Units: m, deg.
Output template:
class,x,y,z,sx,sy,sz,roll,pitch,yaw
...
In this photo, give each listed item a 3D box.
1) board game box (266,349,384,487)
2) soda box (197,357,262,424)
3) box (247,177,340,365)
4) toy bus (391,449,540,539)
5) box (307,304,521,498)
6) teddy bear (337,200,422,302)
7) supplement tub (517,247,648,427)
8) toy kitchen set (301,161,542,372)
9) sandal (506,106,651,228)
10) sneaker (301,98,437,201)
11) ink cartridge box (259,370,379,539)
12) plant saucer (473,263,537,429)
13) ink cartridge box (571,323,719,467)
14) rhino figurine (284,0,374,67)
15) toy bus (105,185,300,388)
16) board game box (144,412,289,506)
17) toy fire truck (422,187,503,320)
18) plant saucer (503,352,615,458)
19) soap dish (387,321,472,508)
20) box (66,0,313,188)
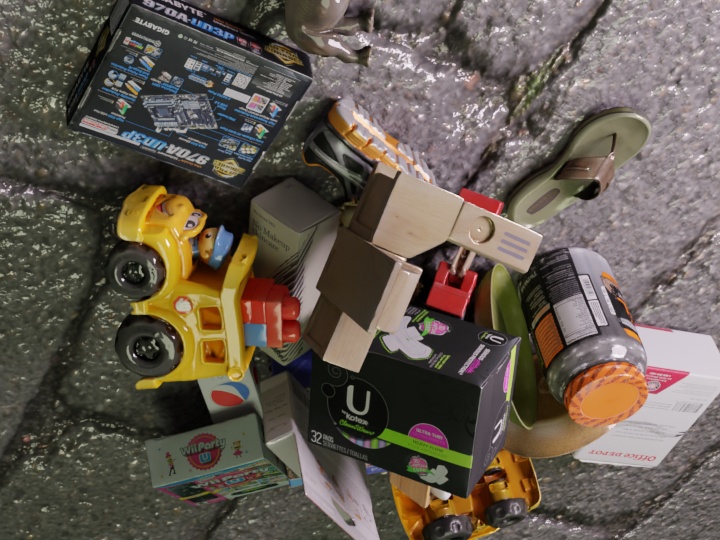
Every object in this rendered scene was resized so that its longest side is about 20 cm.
class,x,y,z,sx,sy,sz,roll,pitch,yaw
board game box,-0.029,0.171,1.529,0.158,0.097,0.201,-9,136,-4
soda box,-0.169,0.107,1.458,0.068,0.064,0.201,-11,137,-1
box,-0.082,0.003,1.337,0.068,0.082,0.201,-32,144,-38
toy bus,0.157,0.335,1.725,0.199,0.136,0.192,-17,149,2
box,0.058,0.133,1.317,0.199,0.124,0.149,16,120,23
teddy bear,0.000,0.000,1.395,0.144,0.067,0.201,-10,129,-9
supplement tub,0.268,0.080,1.428,0.122,0.201,0.123,-6,137,-6
toy kitchen set,0.072,0.025,1.190,0.180,0.163,0.201,21,96,-22
sandal,0.251,-0.104,1.340,0.080,0.058,0.201,25,125,-32
sneaker,0.019,-0.101,1.285,0.077,0.079,0.200,-36,121,22
ink cartridge box,-0.045,0.241,1.398,0.045,0.177,0.200,-25,134,14
plant saucer,0.172,0.093,1.427,0.031,0.201,0.200,-12,138,17
ink cartridge box,0.386,0.175,1.635,0.144,0.084,0.201,9,133,-21
rhino figurine,-0.026,-0.283,1.096,0.087,0.060,0.201,4,132,-1
toy bus,-0.158,0.018,1.258,0.190,0.136,0.201,0,116,8
board game box,-0.178,0.250,1.546,0.147,0.065,0.200,-15,159,4
toy fire truck,0.118,-0.008,1.380,0.048,0.142,0.200,20,172,8
plant saucer,0.250,0.152,1.509,0.199,0.201,0.036,-25,119,13
soap dish,0.094,0.172,1.477,0.081,0.157,0.201,10,103,14
box,-0.169,-0.178,1.180,0.199,0.046,0.159,18,129,-28
